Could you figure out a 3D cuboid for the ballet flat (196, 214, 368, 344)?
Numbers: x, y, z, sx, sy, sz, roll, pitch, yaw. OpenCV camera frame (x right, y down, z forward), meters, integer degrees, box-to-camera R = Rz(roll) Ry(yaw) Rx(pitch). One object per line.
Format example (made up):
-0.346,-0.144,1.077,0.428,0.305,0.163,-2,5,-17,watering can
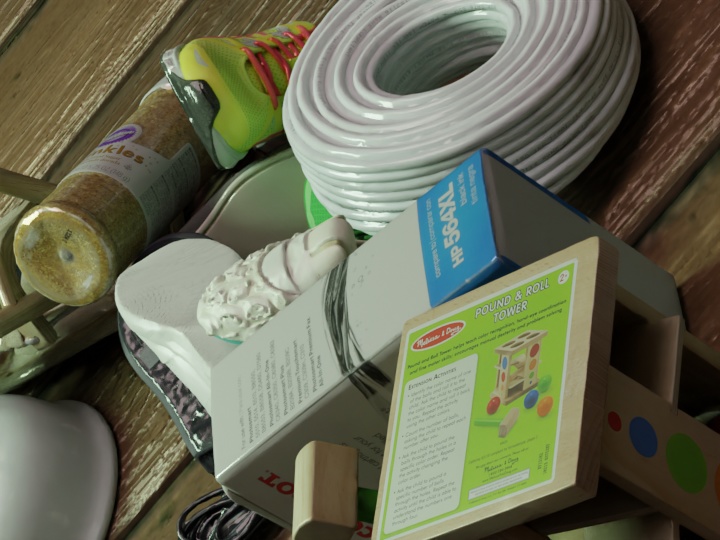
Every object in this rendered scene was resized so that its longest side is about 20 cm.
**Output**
0.013,-0.001,1.515,0.200,0.072,0.072,-1,52,6,ballet flat

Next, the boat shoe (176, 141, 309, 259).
-0.067,-0.026,1.739,0.200,0.067,0.057,-39,17,22,boat shoe

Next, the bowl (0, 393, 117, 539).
-0.247,0.153,1.806,0.201,0.090,0.201,-33,39,32,bowl

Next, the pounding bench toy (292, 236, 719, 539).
0.084,0.101,1.337,0.200,0.156,0.124,-25,45,41,pounding bench toy

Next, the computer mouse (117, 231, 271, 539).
-0.075,0.066,1.674,0.138,0.053,0.200,-41,55,19,computer mouse

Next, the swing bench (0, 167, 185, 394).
-0.237,0.013,1.849,0.199,0.200,0.130,-29,75,38,swing bench

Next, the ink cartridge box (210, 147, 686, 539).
0.042,0.054,1.445,0.200,0.146,0.084,-38,38,28,ink cartridge box

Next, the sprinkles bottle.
-0.137,-0.053,1.778,0.068,0.068,0.200,-32,12,35,sprinkles bottle

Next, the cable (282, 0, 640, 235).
0.055,-0.104,1.589,0.200,0.069,0.200,-45,38,-20,cable

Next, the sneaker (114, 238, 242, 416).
-0.074,0.053,1.604,0.075,0.089,0.200,-26,32,-13,sneaker

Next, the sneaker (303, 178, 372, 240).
0.000,0.000,1.604,0.074,0.084,0.200,-40,39,22,sneaker

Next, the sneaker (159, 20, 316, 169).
-0.050,-0.115,1.716,0.090,0.078,0.200,-28,-1,17,sneaker
